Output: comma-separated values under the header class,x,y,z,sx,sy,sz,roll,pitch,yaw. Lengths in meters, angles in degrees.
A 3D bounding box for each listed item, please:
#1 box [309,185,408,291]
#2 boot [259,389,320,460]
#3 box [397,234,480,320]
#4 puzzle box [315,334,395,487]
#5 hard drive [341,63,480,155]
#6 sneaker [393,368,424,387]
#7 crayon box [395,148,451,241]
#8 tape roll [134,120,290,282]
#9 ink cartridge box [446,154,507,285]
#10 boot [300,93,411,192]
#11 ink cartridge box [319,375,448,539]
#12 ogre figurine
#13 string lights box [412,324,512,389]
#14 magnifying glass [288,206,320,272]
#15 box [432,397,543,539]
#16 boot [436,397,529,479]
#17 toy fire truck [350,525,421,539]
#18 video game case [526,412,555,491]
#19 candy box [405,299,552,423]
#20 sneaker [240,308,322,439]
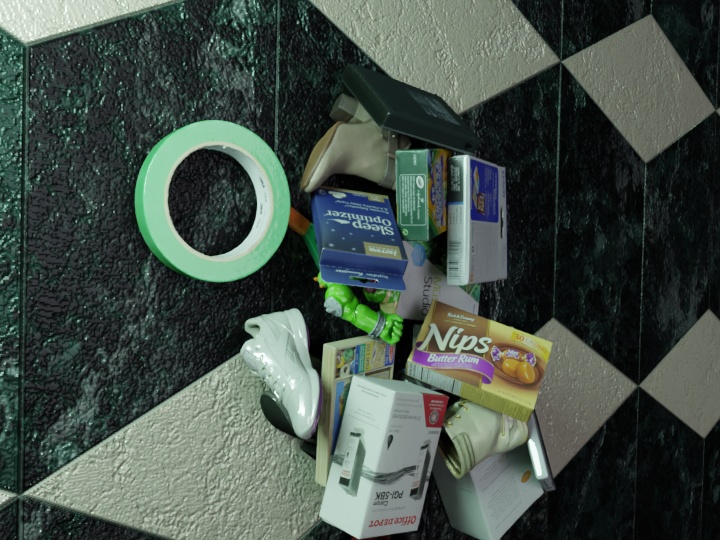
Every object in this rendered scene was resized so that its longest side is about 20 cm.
class,x,y,z,sx,sy,sz,roll,pitch,yaw
box,-0.004,-0.050,0.951,0.118,0.202,0.033,7,126,-15
boot,-0.047,0.177,1.020,0.176,0.068,0.201,-56,132,-22
box,0.127,0.012,1.162,0.197,0.036,0.148,7,88,-40
puzzle box,-0.005,0.198,1.001,0.131,0.025,0.205,-7,104,-47
hard drive,0.078,-0.245,1.053,0.197,0.141,0.033,8,128,-40
sneaker,0.058,0.258,1.087,0.081,0.073,0.205,-1,98,-36
crayon box,0.104,-0.121,1.061,0.200,0.050,0.129,-29,119,-70
tape roll,-0.188,-0.088,0.894,0.197,0.048,0.206,-1,92,-32
ink cartridge box,0.197,-0.080,1.153,0.199,0.046,0.203,-3,92,-63
boot,0.004,-0.164,1.027,0.145,0.070,0.203,33,63,-21
ink cartridge box,0.037,0.263,0.982,0.145,0.082,0.205,16,87,-49
ogre figurine,0.000,0.000,0.997,0.118,0.098,0.205,11,78,-27
string lights box,0.179,0.146,1.194,0.197,0.058,0.105,5,89,-38
magnifying glass,-0.068,-0.050,1.020,0.199,0.022,0.081,39,69,-34
box,0.211,0.333,1.197,0.151,0.105,0.204,-29,108,-34
boot,0.166,0.204,1.084,0.152,0.072,0.204,-18,81,-29
toy fire truck,-0.004,0.471,1.029,0.195,0.176,0.132,-1,94,5
video game case,0.295,0.267,1.191,0.182,0.023,0.204,50,27,-61
candy box,0.180,0.135,1.051,0.057,0.196,0.118,89,25,-57
sneaker,-0.107,0.138,0.915,0.097,0.202,0.076,-1,132,-20
